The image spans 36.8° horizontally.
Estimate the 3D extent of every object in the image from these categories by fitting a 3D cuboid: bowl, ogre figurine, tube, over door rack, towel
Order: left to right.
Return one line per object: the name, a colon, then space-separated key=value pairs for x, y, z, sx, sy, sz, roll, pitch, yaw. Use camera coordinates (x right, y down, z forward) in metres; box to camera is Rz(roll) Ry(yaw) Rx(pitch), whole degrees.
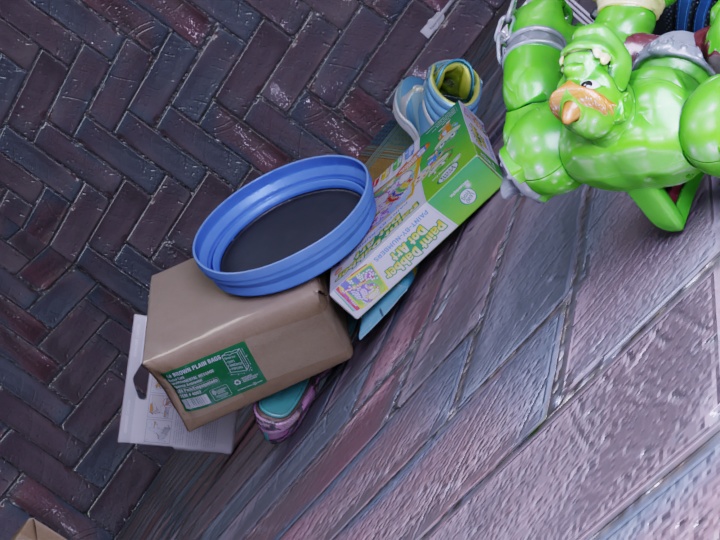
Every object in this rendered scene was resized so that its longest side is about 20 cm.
bowl: x=-0.076 y=-0.047 z=1.119 sx=0.200 sy=0.039 sz=0.201 roll=-20 pitch=32 yaw=13
tube: x=0.038 y=-0.005 z=1.140 sx=0.078 sy=0.050 sz=0.200 roll=-53 pitch=8 yaw=30
towel: x=0.057 y=-0.137 z=1.419 sx=0.147 sy=0.022 sz=0.200 roll=-50 pitch=32 yaw=-15
over door rack: x=0.151 y=-0.250 z=1.151 sx=0.067 sy=0.148 sz=0.200 roll=-50 pitch=3 yaw=-24
ogre figurine: x=0.132 y=-0.088 z=0.470 sx=0.098 sy=0.199 sz=0.120 roll=44 pitch=-120 yaw=-52

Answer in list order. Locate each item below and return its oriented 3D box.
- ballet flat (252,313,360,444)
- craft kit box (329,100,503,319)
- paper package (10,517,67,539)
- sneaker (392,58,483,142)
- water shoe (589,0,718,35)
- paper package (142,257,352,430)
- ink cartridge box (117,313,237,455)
ballet flat: x=-0.062 y=0.112 z=1.222 sx=0.071 sy=0.069 sz=0.200 roll=101 pitch=-164 yaw=-50
craft kit box: x=0.051 y=-0.067 z=1.107 sx=0.200 sy=0.048 sz=0.198 roll=-44 pitch=20 yaw=16
paper package: x=-0.409 y=0.445 z=1.429 sx=0.200 sy=0.190 sz=0.104 roll=-50 pitch=8 yaw=46
sneaker: x=0.097 y=-0.216 z=1.317 sx=0.200 sy=0.079 sz=0.131 roll=-114 pitch=26 yaw=-49
water shoe: x=0.177 y=-0.145 z=0.547 sx=0.072 sy=0.079 sz=0.200 roll=-55 pitch=5 yaw=-14
paper package: x=-0.120 y=0.048 z=1.165 sx=0.200 sy=0.104 sz=0.191 roll=-23 pitch=29 yaw=6
ink cartridge box: x=-0.273 y=0.174 z=1.671 sx=0.045 sy=0.176 sz=0.201 roll=158 pitch=119 yaw=-80
